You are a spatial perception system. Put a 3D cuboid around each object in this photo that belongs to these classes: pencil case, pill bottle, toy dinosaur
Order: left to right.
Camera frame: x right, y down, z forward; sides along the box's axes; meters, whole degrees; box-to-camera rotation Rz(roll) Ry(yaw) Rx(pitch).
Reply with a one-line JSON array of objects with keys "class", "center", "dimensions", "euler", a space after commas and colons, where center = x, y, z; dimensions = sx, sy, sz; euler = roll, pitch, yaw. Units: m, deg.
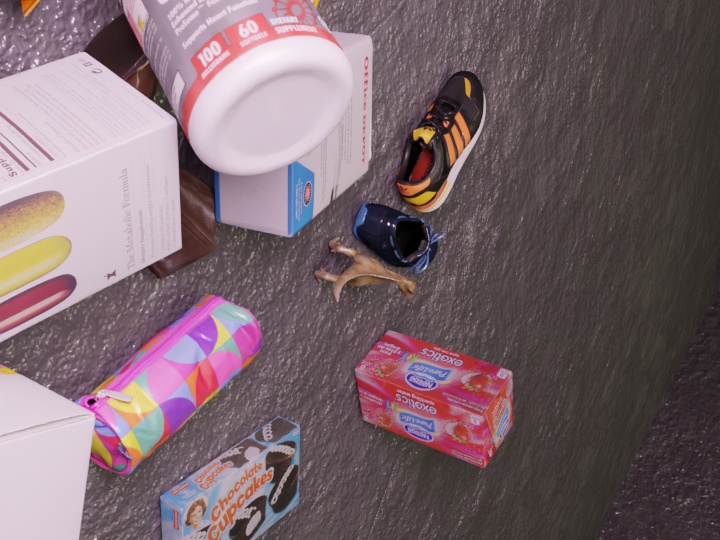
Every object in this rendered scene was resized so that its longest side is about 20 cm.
[{"class": "pencil case", "center": [-0.179, 0.101, 0.821], "dimensions": [0.200, 0.088, 0.089], "euler": [-44, 139, -42]}, {"class": "pill bottle", "center": [-0.096, -0.174, 0.595], "dimensions": [0.115, 0.201, 0.116], "euler": [-25, 156, -12]}, {"class": "toy dinosaur", "center": [0.000, 0.000, 1.041], "dimensions": [0.199, 0.100, 0.059], "euler": [4, 102, -59]}]

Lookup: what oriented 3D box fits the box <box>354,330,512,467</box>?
[{"class": "box", "center": [0.100, 0.171, 1.195], "dimensions": [0.095, 0.198, 0.101], "euler": [-45, 140, -40]}]

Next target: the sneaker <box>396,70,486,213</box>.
[{"class": "sneaker", "center": [0.105, -0.179, 1.153], "dimensions": [0.090, 0.069, 0.202], "euler": [33, 78, -62]}]

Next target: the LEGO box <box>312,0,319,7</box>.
[{"class": "LEGO box", "center": [-0.100, -0.312, 0.744], "dimensions": [0.200, 0.076, 0.151], "euler": [30, 79, -59]}]

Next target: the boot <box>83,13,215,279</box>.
[{"class": "boot", "center": [-0.166, -0.103, 0.754], "dimensions": [0.187, 0.064, 0.200], "euler": [-54, 144, -6]}]

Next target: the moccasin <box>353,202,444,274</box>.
[{"class": "moccasin", "center": [0.060, -0.034, 1.155], "dimensions": [0.199, 0.068, 0.081], "euler": [11, 95, -60]}]

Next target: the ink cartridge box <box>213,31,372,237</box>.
[{"class": "ink cartridge box", "center": [-0.060, -0.141, 0.851], "dimensions": [0.200, 0.083, 0.148], "euler": [-48, 144, -59]}]

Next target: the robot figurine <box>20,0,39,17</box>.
[{"class": "robot figurine", "center": [-0.233, -0.198, 0.549], "dimensions": [0.201, 0.058, 0.145], "euler": [-62, -179, -23]}]

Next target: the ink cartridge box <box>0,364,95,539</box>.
[{"class": "ink cartridge box", "center": [-0.288, 0.135, 0.542], "dimensions": [0.144, 0.198, 0.147], "euler": [-7, 112, -57]}]

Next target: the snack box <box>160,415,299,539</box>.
[{"class": "snack box", "center": [-0.143, 0.262, 1.003], "dimensions": [0.199, 0.037, 0.118], "euler": [-28, 128, -50]}]

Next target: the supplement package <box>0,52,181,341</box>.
[{"class": "supplement package", "center": [-0.227, -0.041, 0.563], "dimensions": [0.199, 0.109, 0.115], "euler": [-33, 145, -36]}]
